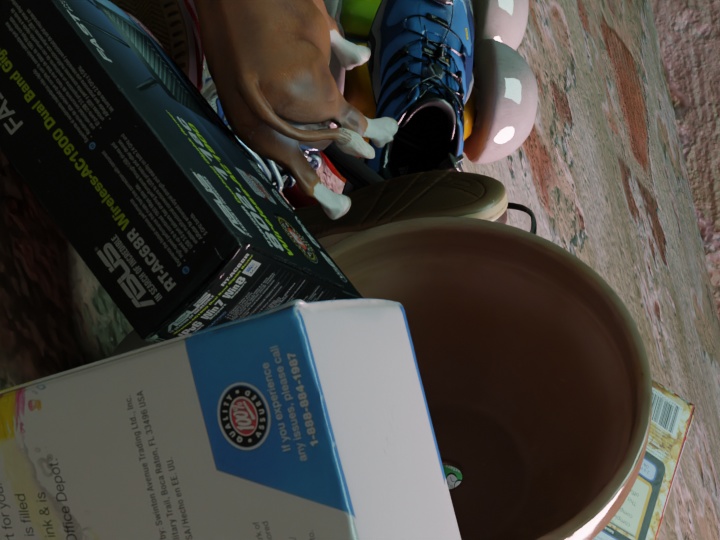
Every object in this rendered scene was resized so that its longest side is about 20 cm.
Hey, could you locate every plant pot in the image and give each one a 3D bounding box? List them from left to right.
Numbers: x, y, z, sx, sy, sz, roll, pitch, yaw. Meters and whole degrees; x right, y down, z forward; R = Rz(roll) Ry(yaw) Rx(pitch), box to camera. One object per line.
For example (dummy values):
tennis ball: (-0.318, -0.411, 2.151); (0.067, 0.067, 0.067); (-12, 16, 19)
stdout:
plant pot: (0.041, 0.080, 1.014); (0.093, 0.199, 0.202); (86, 2, -52)

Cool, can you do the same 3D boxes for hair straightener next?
hair straightener: (0.033, -0.041, 1.168); (0.199, 0.077, 0.041); (28, -16, 51)

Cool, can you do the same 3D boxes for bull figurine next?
bull figurine: (-0.043, -0.121, 1.061); (0.121, 0.065, 0.201); (40, 28, -38)

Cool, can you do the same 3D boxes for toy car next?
toy car: (0.022, -0.132, 1.425); (0.151, 0.173, 0.201); (109, -16, -51)

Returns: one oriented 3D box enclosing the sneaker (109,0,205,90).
sneaker: (-0.104, -0.125, 1.119); (0.112, 0.071, 0.202); (34, 41, -60)

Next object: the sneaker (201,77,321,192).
sneaker: (-0.066, -0.072, 1.171); (0.200, 0.084, 0.078); (-71, 141, -60)

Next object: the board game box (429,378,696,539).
board game box: (0.088, 0.121, 1.111); (0.151, 0.046, 0.201); (33, 54, -12)

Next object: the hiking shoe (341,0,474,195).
hiking shoe: (0.044, -0.105, 1.280); (0.087, 0.074, 0.202); (157, -55, -65)

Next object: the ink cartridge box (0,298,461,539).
ink cartridge box: (-0.076, 0.107, 0.797); (0.145, 0.198, 0.149); (-1, 76, -74)

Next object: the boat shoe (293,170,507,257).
boat shoe: (0.000, 0.000, 1.123); (0.072, 0.199, 0.072); (66, 32, -16)

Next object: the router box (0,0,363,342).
router box: (-0.100, -0.049, 0.944); (0.200, 0.062, 0.150); (51, 10, 20)

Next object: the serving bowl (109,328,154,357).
serving bowl: (-0.081, 0.117, 0.994); (0.200, 0.065, 0.202); (-15, 90, -73)
